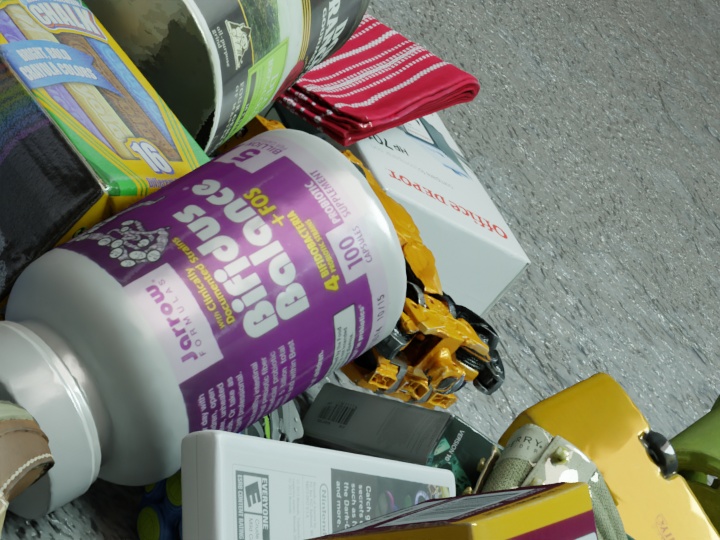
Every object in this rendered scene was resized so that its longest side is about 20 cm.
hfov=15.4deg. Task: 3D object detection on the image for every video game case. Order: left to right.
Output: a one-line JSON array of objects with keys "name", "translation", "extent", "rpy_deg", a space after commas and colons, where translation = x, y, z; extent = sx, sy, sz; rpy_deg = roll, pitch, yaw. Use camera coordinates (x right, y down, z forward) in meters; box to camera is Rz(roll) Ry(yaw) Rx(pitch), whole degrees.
[{"name": "video game case", "translation": [-0.012, 0.175, 1.106], "extent": [0.182, 0.023, 0.201], "rpy_deg": [15, 69, -55]}]

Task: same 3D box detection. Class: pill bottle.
[{"name": "pill bottle", "translation": [-0.085, 0.025, 1.178], "extent": [0.200, 0.112, 0.112], "rpy_deg": [-32, 74, -32]}]

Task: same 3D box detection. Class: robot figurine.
[{"name": "robot figurine", "translation": [0.000, 0.000, 1.467], "extent": [0.145, 0.058, 0.200], "rpy_deg": [21, 29, -49]}]

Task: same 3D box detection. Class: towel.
[{"name": "towel", "translation": [-0.037, -0.145, 1.630], "extent": [0.200, 0.023, 0.144], "rpy_deg": [34, 31, 23]}]

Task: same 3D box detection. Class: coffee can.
[{"name": "coffee can", "translation": [-0.098, -0.140, 1.420], "extent": [0.146, 0.146, 0.200], "rpy_deg": [44, 35, 0]}]

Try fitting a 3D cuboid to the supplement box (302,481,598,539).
[{"name": "supplement box", "translation": [0.052, 0.197, 1.098], "extent": [0.110, 0.085, 0.201], "rpy_deg": [-9, 89, -58]}]

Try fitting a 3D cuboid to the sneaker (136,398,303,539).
[{"name": "sneaker", "translation": [-0.056, 0.094, 1.271], "extent": [0.083, 0.071, 0.200], "rpy_deg": [39, 20, -14]}]

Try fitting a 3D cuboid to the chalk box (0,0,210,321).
[{"name": "chalk box", "translation": [-0.183, -0.070, 1.271], "extent": [0.200, 0.124, 0.124], "rpy_deg": [52, 21, 18]}]

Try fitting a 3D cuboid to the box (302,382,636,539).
[{"name": "box", "translation": [0.078, 0.130, 1.422], "extent": [0.200, 0.036, 0.144], "rpy_deg": [34, -11, -25]}]

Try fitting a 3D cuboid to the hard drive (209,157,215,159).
[{"name": "hard drive", "translation": [-0.069, -0.004, 1.490], "extent": [0.135, 0.042, 0.200], "rpy_deg": [50, 20, 15]}]

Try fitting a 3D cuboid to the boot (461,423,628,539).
[{"name": "boot", "translation": [0.045, 0.132, 1.261], "extent": [0.200, 0.072, 0.155], "rpy_deg": [48, 55, -30]}]

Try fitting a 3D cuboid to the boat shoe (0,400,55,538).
[{"name": "boat shoe", "translation": [-0.175, 0.110, 1.009], "extent": [0.074, 0.076, 0.200], "rpy_deg": [52, 28, 5]}]

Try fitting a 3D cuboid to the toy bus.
[{"name": "toy bus", "translation": [0.161, 0.159, 1.531], "extent": [0.065, 0.078, 0.201], "rpy_deg": [-23, 73, -26]}]

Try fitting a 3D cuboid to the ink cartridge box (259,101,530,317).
[{"name": "ink cartridge box", "translation": [0.000, -0.062, 1.687], "extent": [0.146, 0.086, 0.200], "rpy_deg": [26, 24, -43]}]

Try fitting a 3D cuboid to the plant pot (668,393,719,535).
[{"name": "plant pot", "translation": [0.249, 0.154, 1.636], "extent": [0.200, 0.200, 0.190], "rpy_deg": [51, 32, 19]}]
